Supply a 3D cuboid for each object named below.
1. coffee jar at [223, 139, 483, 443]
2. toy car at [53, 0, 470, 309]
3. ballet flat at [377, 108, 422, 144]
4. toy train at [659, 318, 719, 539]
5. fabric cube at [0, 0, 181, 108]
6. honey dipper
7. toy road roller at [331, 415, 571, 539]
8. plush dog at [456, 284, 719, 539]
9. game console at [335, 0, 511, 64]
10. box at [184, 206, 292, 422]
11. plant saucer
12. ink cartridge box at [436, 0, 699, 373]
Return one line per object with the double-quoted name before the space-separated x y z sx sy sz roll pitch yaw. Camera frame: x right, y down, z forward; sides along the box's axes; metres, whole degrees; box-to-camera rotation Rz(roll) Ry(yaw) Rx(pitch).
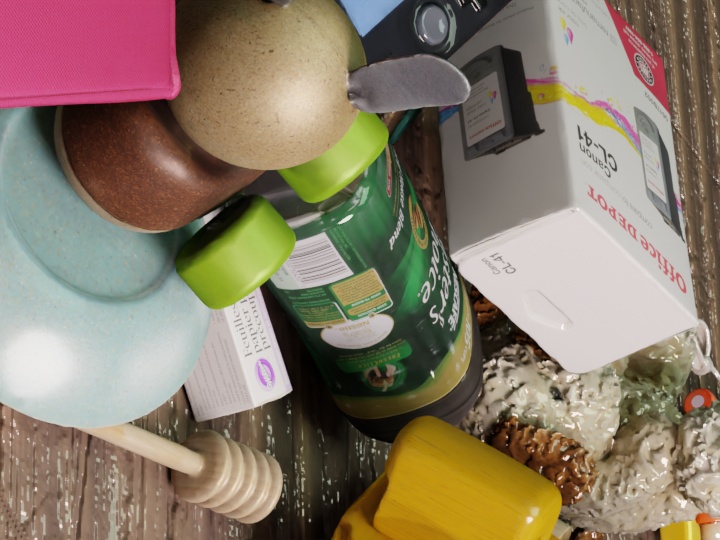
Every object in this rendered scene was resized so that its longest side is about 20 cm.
"coffee jar" 0.000 0.000 1.415 0.200 0.085 0.104 61 18 -47
"toy car" -0.038 -0.099 1.201 0.164 0.200 0.158 50 55 -13
"ballet flat" 0.034 -0.137 1.609 0.065 0.071 0.200 42 33 0
"toy train" 0.224 0.111 1.770 0.200 0.056 0.150 -38 117 -57
"fabric cube" -0.202 -0.161 1.059 0.199 0.200 0.196 -10 103 -58
"honey dipper" -0.114 0.077 1.292 0.200 0.038 0.038 28 53 -45
"toy road roller" 0.052 0.138 1.381 0.123 0.146 0.200 30 28 12
"plush dog" 0.119 0.089 1.587 0.172 0.160 0.200 24 27 -35
"game console" 0.010 -0.202 1.350 0.177 0.031 0.200 -42 114 -31
"box" -0.089 -0.025 1.370 0.039 0.041 0.200 -22 94 -59
"plant saucer" -0.136 -0.027 1.255 0.201 0.039 0.201 24 52 -35
"ink cartridge box" 0.113 -0.065 1.523 0.148 0.086 0.200 40 35 -44
